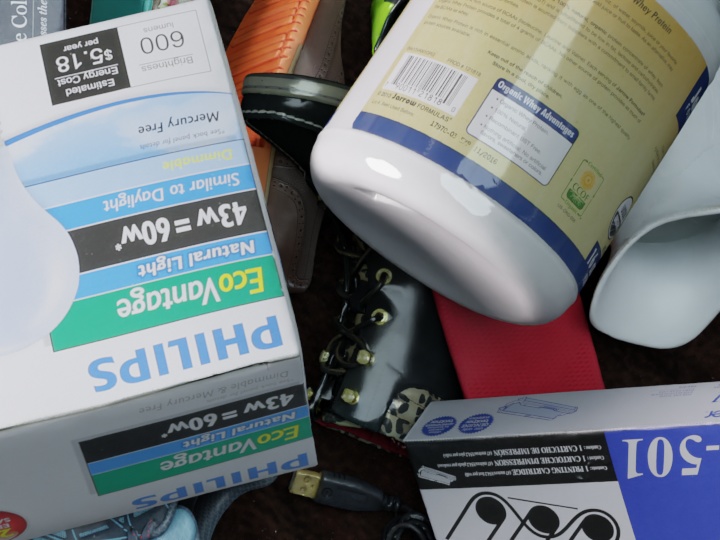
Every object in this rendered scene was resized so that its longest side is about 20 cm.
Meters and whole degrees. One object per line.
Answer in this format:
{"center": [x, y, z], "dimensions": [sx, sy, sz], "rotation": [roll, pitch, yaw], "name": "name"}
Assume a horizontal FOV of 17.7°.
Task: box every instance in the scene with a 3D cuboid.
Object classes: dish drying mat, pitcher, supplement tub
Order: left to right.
{"center": [0.090, 0.064, 1.200], "dimensions": [0.077, 0.018, 0.201], "rotation": [-22, 110, -14], "name": "dish drying mat"}
{"center": [0.083, -0.090, 1.098], "dimensions": [0.144, 0.144, 0.200], "rotation": [34, 78, -1], "name": "supplement tub"}
{"center": [0.171, -0.086, 1.202], "dimensions": [0.121, 0.171, 0.200], "rotation": [25, 42, -39], "name": "pitcher"}

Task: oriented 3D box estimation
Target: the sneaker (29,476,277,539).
{"center": [-0.119, 0.129, 1.144], "dimensions": [0.095, 0.079, 0.200], "rotation": [30, 68, 35], "name": "sneaker"}

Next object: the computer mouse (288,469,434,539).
{"center": [-0.051, 0.167, 1.185], "dimensions": [0.199, 0.046, 0.141], "rotation": [9, 77, -7], "name": "computer mouse"}

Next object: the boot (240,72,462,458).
{"center": [0.002, 0.000, 1.185], "dimensions": [0.203, 0.073, 0.154], "rotation": [29, 75, -38], "name": "boot"}

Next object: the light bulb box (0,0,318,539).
{"center": [-0.138, 0.005, 1.094], "dimensions": [0.198, 0.125, 0.201], "rotation": [-14, 62, -4], "name": "light bulb box"}

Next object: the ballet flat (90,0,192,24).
{"center": [-0.107, -0.178, 1.236], "dimensions": [0.064, 0.076, 0.201], "rotation": [4, 81, -35], "name": "ballet flat"}

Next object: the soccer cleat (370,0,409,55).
{"center": [0.084, -0.170, 1.216], "dimensions": [0.067, 0.200, 0.081], "rotation": [41, 32, -22], "name": "soccer cleat"}

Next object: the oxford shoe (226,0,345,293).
{"center": [-0.035, -0.084, 1.244], "dimensions": [0.073, 0.071, 0.201], "rotation": [24, 73, -29], "name": "oxford shoe"}

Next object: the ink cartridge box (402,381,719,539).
{"center": [0.128, 0.107, 1.136], "dimensions": [0.044, 0.199, 0.094], "rotation": [-51, 128, -53], "name": "ink cartridge box"}

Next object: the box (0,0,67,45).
{"center": [-0.243, -0.176, 1.200], "dimensions": [0.181, 0.104, 0.201], "rotation": [0, 77, -8], "name": "box"}
